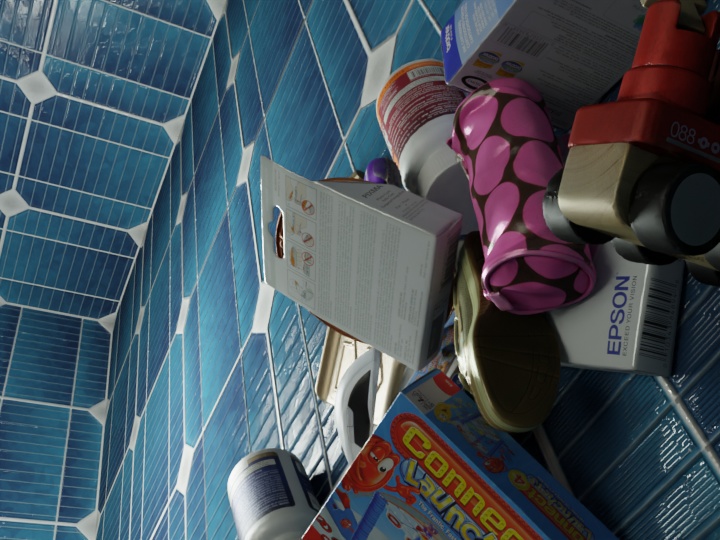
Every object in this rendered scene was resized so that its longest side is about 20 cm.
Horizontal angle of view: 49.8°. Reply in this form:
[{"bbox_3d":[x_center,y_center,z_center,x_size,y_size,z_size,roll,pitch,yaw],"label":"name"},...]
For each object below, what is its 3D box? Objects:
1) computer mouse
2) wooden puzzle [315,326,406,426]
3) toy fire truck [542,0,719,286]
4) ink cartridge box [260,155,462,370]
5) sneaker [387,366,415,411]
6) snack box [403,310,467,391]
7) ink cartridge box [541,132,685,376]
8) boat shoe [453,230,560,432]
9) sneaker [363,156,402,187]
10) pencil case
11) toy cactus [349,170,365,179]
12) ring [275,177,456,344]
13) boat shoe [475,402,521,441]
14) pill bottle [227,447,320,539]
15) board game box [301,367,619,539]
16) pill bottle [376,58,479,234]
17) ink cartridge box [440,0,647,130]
[{"bbox_3d":[-0.009,0.176,0.829,0.110,0.044,0.200,-67,-17,-81],"label":"computer mouse"},{"bbox_3d":[0.022,0.085,0.936,0.200,0.046,0.186,4,81,62],"label":"wooden puzzle"},{"bbox_3d":[0.206,-0.098,0.449,0.129,0.176,0.200,16,92,67],"label":"toy fire truck"},{"bbox_3d":[-0.007,-0.015,0.736,0.200,0.047,0.160,28,135,27],"label":"ink cartridge box"},{"bbox_3d":[0.045,0.180,0.781,0.076,0.080,0.200,148,132,-60],"label":"sneaker"},{"bbox_3d":[0.063,0.122,0.735,0.200,0.024,0.072,-55,17,-18],"label":"snack box"},{"bbox_3d":[0.179,-0.019,0.638,0.200,0.043,0.197,-6,73,64],"label":"ink cartridge box"},{"bbox_3d":[0.108,0.053,0.630,0.201,0.073,0.063,-96,19,-45],"label":"boat shoe"},{"bbox_3d":[-0.007,-0.034,0.805,0.200,0.099,0.070,92,178,-51],"label":"sneaker"},{"bbox_3d":[0.124,-0.059,0.629,0.094,0.091,0.200,-22,47,21],"label":"pencil case"},{"bbox_3d":[-0.046,-0.077,1.131,0.165,0.102,0.200,-54,22,22],"label":"toy cactus"},{"bbox_3d":[0.000,0.000,0.774,0.200,0.200,0.019,-53,1,43],"label":"ring"},{"bbox_3d":[0.100,0.189,0.678,0.074,0.076,0.200,43,111,33],"label":"boat shoe"},{"bbox_3d":[-0.101,0.326,0.990,0.111,0.111,0.200,-70,24,15],"label":"pill bottle"},{"bbox_3d":[0.071,0.215,0.599,0.200,0.056,0.196,42,124,21],"label":"board game box"},{"bbox_3d":[0.087,-0.133,0.820,0.110,0.109,0.200,-60,28,32],"label":"pill bottle"},{"bbox_3d":[0.160,-0.205,0.659,0.200,0.136,0.076,-49,34,47],"label":"ink cartridge box"}]
